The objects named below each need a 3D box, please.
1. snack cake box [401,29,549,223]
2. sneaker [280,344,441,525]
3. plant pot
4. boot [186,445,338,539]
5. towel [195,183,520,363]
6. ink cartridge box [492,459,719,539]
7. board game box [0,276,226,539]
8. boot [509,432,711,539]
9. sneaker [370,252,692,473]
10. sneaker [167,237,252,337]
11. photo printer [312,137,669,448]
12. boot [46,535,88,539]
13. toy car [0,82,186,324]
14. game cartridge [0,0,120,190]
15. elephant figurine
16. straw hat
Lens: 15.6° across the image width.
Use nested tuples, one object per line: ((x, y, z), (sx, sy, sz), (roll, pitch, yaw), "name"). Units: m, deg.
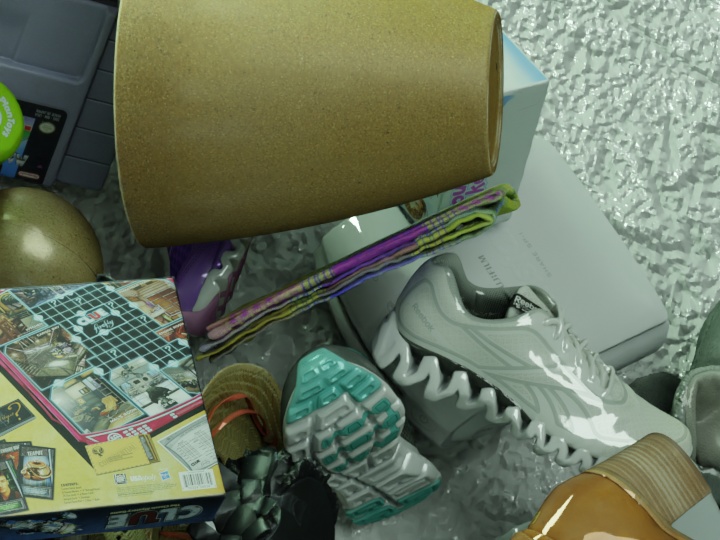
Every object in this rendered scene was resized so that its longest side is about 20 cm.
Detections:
((0.027, -0.129, 1.656), (0.067, 0.115, 0.200), (-16, 49, -31), "snack cake box")
((-0.014, 0.080, 1.553), (0.077, 0.200, 0.091), (-26, 63, -1), "sneaker")
((-0.022, -0.102, 1.489), (0.199, 0.187, 0.187), (3, 61, 9), "plant pot")
((-0.054, 0.209, 1.469), (0.073, 0.199, 0.163), (2, 48, 19), "boot")
((0.000, 0.000, 1.549), (0.200, 0.144, 0.023), (-25, 91, 8), "towel")
((0.155, 0.240, 1.564), (0.145, 0.145, 0.200), (-17, 74, -32), "ink cartridge box")
((-0.182, 0.075, 1.382), (0.199, 0.035, 0.136), (-3, 61, -21), "board game box")
((0.164, 0.206, 1.462), (0.155, 0.074, 0.200), (-35, 80, -29), "boot")
((0.108, 0.059, 1.538), (0.200, 0.081, 0.075), (25, 20, -1), "sneaker")
((-0.102, -0.053, 1.625), (0.088, 0.081, 0.201), (17, 59, -7), "sneaker")
((0.077, 0.015, 1.674), (0.200, 0.069, 0.167), (-22, 71, -33), "photo printer")
((-0.242, 0.176, 1.455), (0.174, 0.069, 0.201), (8, 60, -16), "boot")
((-0.206, 0.008, 1.501), (0.200, 0.164, 0.158), (32, 55, -24), "toy car")
((-0.229, -0.122, 1.563), (0.199, 0.130, 0.038), (13, 26, -20), "game cartridge")
((0.232, 0.107, 1.688), (0.200, 0.142, 0.155), (-36, 56, -19), "elephant figurine")
((-0.112, 0.148, 1.509), (0.085, 0.201, 0.201), (6, 54, 23), "straw hat")
